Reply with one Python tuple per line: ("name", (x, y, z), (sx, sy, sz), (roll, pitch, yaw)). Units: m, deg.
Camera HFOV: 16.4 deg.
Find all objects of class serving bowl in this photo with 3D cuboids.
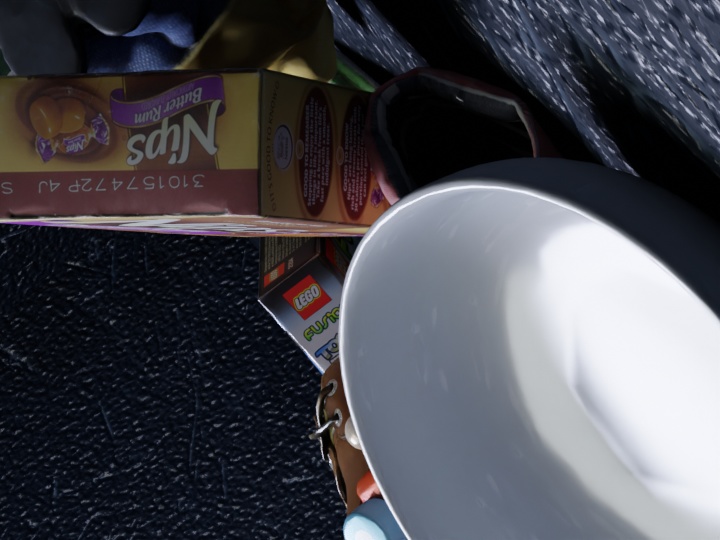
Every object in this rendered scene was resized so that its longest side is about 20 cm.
("serving bowl", (0.086, 0.048, 0.804), (0.199, 0.066, 0.201), (29, 136, 31))

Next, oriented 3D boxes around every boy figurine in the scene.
("boy figurine", (-0.063, -0.108, 1.032), (0.065, 0.124, 0.200), (54, -154, 14))

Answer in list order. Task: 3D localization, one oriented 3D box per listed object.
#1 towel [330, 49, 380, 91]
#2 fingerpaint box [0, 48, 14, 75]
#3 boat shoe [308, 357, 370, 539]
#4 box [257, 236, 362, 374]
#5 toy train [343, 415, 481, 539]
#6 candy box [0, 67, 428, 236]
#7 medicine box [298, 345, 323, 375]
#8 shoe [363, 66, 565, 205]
("towel", (0.054, -0.021, 1.208), (0.200, 0.023, 0.153), (49, 178, -24))
("fingerpaint box", (-0.153, -0.157, 1.134), (0.073, 0.168, 0.200), (4, -173, -14))
("boat shoe", (0.011, 0.066, 0.995), (0.068, 0.201, 0.072), (25, 135, -1))
("box", (0.000, 0.000, 1.148), (0.110, 0.035, 0.200), (49, -165, -21))
("toy train", (0.091, 0.079, 0.945), (0.151, 0.200, 0.056), (53, 136, 5))
("candy box", (-0.045, -0.042, 0.954), (0.116, 0.057, 0.200), (0, 180, 23))
("medicine box", (0.067, 0.093, 1.588), (0.200, 0.103, 0.182), (46, 176, 46))
("shoe", (0.072, 0.008, 0.890), (0.200, 0.071, 0.091), (51, -177, 37))
